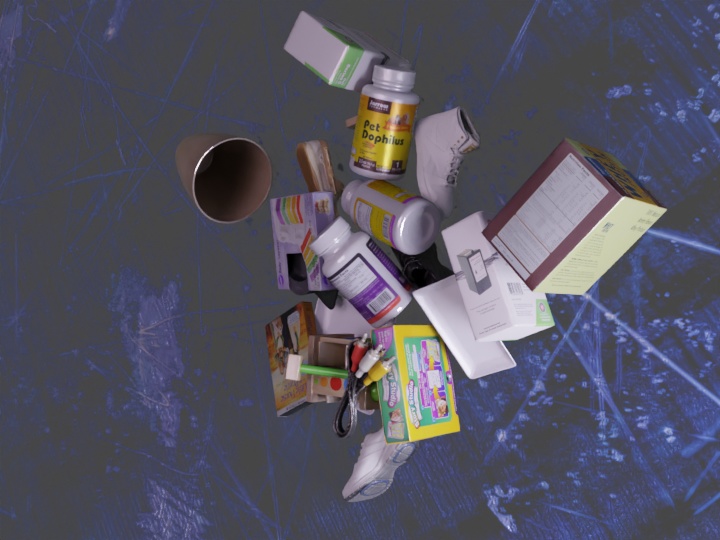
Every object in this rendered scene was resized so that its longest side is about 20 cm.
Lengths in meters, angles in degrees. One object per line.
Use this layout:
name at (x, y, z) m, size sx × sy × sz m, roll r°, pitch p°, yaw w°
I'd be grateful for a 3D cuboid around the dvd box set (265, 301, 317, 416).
dvd box set at (-0.135, 0.182, 1.850) m, size 0.146 × 0.029 × 0.201 m, roll -32°, pitch 60°, yaw 45°

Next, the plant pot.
plant pot at (-0.320, -0.225, 1.968) m, size 0.200 × 0.187 × 0.188 m, roll 35°, pitch 109°, yaw 47°

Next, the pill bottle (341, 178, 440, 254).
pill bottle at (0.049, -0.107, 1.669) m, size 0.200 × 0.104 × 0.105 m, roll 31°, pitch 107°, yaw 48°

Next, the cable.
cable at (-0.015, 0.196, 1.565) m, size 0.097 × 0.050 × 0.200 m, roll 39°, pitch 110°, yaw 26°

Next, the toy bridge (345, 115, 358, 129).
toy bridge at (0.017, -0.218, 1.792) m, size 0.067 × 0.027 × 0.201 m, roll -15°, pitch 79°, yaw 33°

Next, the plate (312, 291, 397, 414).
plate at (-0.021, 0.159, 1.800) m, size 0.199 × 0.032 × 0.201 m, roll 20°, pitch 99°, yaw 35°

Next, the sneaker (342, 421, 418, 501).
sneaker at (0.030, 0.364, 1.739) m, size 0.200 × 0.074 × 0.087 m, roll -51°, pitch 49°, yaw 16°

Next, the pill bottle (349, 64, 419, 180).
pill bottle at (0.047, -0.275, 1.685) m, size 0.109 × 0.109 × 0.201 m, roll 23°, pitch 111°, yaw 35°

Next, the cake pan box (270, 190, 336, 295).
cake pan box at (-0.111, -0.053, 1.806) m, size 0.184 × 0.052 × 0.201 m, roll 3°, pitch 98°, yaw 59°

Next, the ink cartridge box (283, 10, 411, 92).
ink cartridge box at (-0.022, -0.406, 1.724) m, size 0.145 × 0.200 × 0.084 m, roll 43°, pitch 114°, yaw 30°

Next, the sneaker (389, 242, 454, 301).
sneaker at (0.106, -0.017, 1.677) m, size 0.076 × 0.091 × 0.200 m, roll -53°, pitch 58°, yaw 23°

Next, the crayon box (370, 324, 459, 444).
crayon box at (0.099, 0.200, 1.621) m, size 0.058 × 0.172 × 0.201 m, roll -14°, pitch 79°, yaw 35°

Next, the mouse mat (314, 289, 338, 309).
mouse mat at (-0.088, -0.035, 1.825) m, size 0.200 × 0.008 × 0.162 m, roll 44°, pitch 129°, yaw 46°

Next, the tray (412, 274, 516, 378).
tray at (0.186, 0.098, 1.599) m, size 0.107 × 0.022 × 0.200 m, roll -24°, pitch 106°, yaw 39°

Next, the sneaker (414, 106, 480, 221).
sneaker at (0.165, -0.199, 1.652) m, size 0.115 × 0.074 × 0.201 m, roll -16°, pitch 77°, yaw 38°

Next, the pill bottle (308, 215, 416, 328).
pill bottle at (0.000, 0.000, 1.677) m, size 0.111 × 0.111 × 0.200 m, roll -39°, pitch 98°, yaw 29°

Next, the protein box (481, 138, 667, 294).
protein box at (0.339, -0.079, 1.437) m, size 0.200 × 0.198 × 0.135 m, roll -50°, pitch 61°, yaw 24°

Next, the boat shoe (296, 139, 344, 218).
boat shoe at (-0.066, -0.167, 1.822) m, size 0.074 × 0.069 × 0.201 m, roll 7°, pitch 115°, yaw 64°

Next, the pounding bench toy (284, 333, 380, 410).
pounding bench toy at (-0.022, 0.186, 1.656) m, size 0.155 × 0.200 × 0.125 m, roll 3°, pitch 90°, yaw 37°

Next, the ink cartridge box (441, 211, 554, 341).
ink cartridge box at (0.234, 0.012, 1.536) m, size 0.084 × 0.145 × 0.201 m, roll -26°, pitch 72°, yaw 34°
